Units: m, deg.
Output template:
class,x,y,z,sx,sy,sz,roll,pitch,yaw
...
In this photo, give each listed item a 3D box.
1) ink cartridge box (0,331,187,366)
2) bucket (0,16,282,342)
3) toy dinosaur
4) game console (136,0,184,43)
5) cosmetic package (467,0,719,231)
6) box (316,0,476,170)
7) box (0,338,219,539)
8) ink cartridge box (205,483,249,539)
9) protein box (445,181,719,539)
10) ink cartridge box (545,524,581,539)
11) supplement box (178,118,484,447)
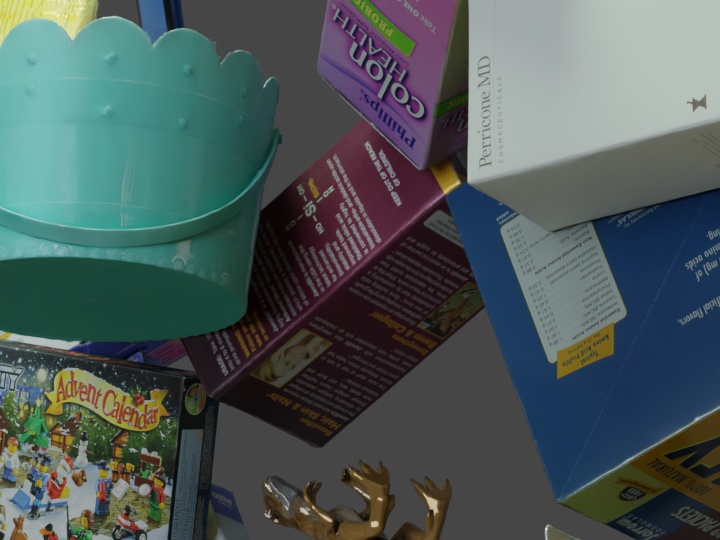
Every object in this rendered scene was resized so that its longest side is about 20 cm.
class,x,y,z,sx,sy,sz,roll,pitch,yaw
ink cartridge box,-0.172,0.003,1.788,0.136,0.076,0.200,-28,56,27
bucket,-0.148,-0.046,1.573,0.207,0.207,0.135,-11,70,34
toy dinosaur,0.015,0.170,1.606,0.200,0.060,0.106,49,128,44
game console,-0.174,-0.197,1.753,0.200,0.171,0.118,-166,99,-79
cosmetic package,0.155,-0.100,1.402,0.200,0.081,0.113,-15,64,32
box,0.082,-0.183,1.532,0.176,0.200,0.097,-29,58,-30
box,-0.177,0.118,1.695,0.200,0.038,0.137,7,94,36
ink cartridge box,-0.109,0.213,1.682,0.119,0.042,0.200,-36,57,20
protein box,0.184,0.010,1.477,0.199,0.135,0.200,-33,55,22
ink cartridge box,0.162,0.222,1.421,0.067,0.117,0.200,-24,60,27
supplement box,0.000,0.000,1.636,0.200,0.110,0.086,-41,52,18
